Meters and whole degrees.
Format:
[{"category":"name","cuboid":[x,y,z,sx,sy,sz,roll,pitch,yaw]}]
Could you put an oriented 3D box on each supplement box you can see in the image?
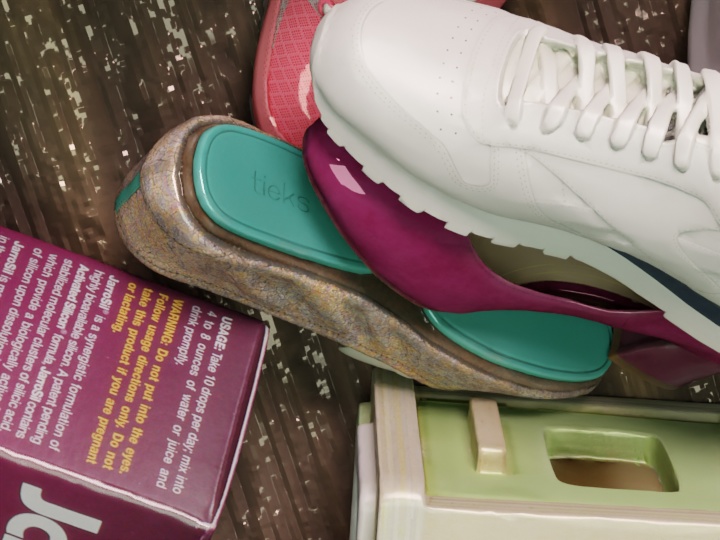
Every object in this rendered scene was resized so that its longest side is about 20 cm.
[{"category":"supplement box","cuboid":[-0.149,0.058,0.740,0.200,0.103,0.131,20,130,-6]}]

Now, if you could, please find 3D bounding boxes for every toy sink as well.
[{"category":"toy sink","cuboid":[0.046,0.106,0.765,0.200,0.130,0.112,3,105,-1]}]

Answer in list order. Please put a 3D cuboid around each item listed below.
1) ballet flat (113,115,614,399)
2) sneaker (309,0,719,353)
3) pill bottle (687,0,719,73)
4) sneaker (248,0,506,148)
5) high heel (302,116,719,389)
[{"category":"ballet flat","cuboid":[0.000,0.000,0.763,0.200,0.068,0.067,26,146,-32]},{"category":"sneaker","cuboid":[0.082,-0.041,0.675,0.200,0.081,0.076,23,65,-9]},{"category":"pill bottle","cuboid":[0.218,-0.087,0.724,0.200,0.116,0.116,9,104,-3]},{"category":"sneaker","cuboid":[0.024,-0.113,0.728,0.074,0.087,0.200,33,102,-9]},{"category":"high heel","cuboid":[0.079,-0.017,0.726,0.200,0.067,0.096,22,149,-35]}]
